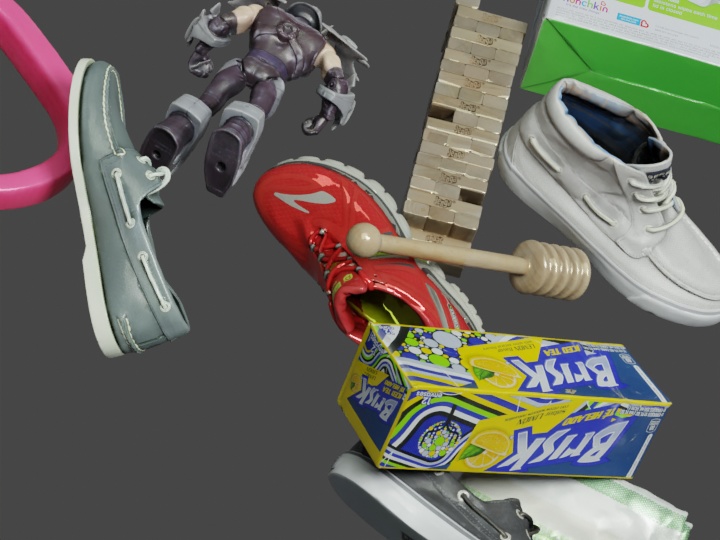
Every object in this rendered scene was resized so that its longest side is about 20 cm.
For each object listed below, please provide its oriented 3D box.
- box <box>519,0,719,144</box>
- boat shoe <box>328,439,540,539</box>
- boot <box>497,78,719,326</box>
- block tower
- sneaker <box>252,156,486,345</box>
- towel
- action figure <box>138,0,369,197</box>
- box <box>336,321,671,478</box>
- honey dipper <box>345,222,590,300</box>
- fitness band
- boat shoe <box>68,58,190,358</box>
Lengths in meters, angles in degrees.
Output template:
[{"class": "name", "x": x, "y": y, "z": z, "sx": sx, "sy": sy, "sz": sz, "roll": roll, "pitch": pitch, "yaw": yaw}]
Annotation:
[{"class": "box", "x": 0.235, "y": -0.202, "z": 1.444, "sx": 0.200, "sy": 0.097, "sz": 0.177, "roll": 15, "pitch": 60, "yaw": -1}, {"class": "boat shoe", "x": 0.074, "y": 0.163, "z": 1.216, "sx": 0.200, "sy": 0.070, "sz": 0.066, "roll": 34, "pitch": 66, "yaw": 20}, {"class": "boot", "x": 0.189, "y": -0.046, "z": 1.338, "sx": 0.200, "sy": 0.096, "sz": 0.074, "roll": 36, "pitch": 56, "yaw": -2}, {"class": "block tower", "x": 0.070, "y": -0.097, "z": 1.385, "sx": 0.058, "sy": 0.054, "sz": 0.200, "roll": 15, "pitch": 61, "yaw": -2}, {"class": "sneaker", "x": 0.000, "y": 0.000, "z": 1.291, "sx": 0.200, "sy": 0.077, "sz": 0.085, "roll": 43, "pitch": 26, "yaw": 15}, {"class": "towel", "x": 0.106, "y": 0.207, "z": 1.247, "sx": 0.149, "sy": 0.031, "sz": 0.200, "roll": 27, "pitch": 63, "yaw": 9}, {"class": "action figure", "x": -0.075, "y": -0.131, "z": 1.371, "sx": 0.130, "sy": 0.069, "sz": 0.200, "roll": 23, "pitch": 45, "yaw": 14}, {"class": "box", "x": 0.092, "y": 0.083, "z": 1.236, "sx": 0.200, "sy": 0.064, "sz": 0.070, "roll": 5, "pitch": 31, "yaw": -31}, {"class": "honey dipper", "x": 0.070, "y": -0.010, "z": 1.295, "sx": 0.200, "sy": 0.038, "sz": 0.038, "roll": 10, "pitch": 56, "yaw": -39}, {"class": "fitness band", "x": -0.267, "y": -0.128, "z": 1.332, "sx": 0.144, "sy": 0.037, "sz": 0.200, "roll": -22, "pitch": 68, "yaw": -41}, {"class": "boat shoe", "x": -0.150, "y": -0.045, "z": 1.292, "sx": 0.062, "sy": 0.073, "sz": 0.200, "roll": -9, "pitch": 79, "yaw": 8}]
